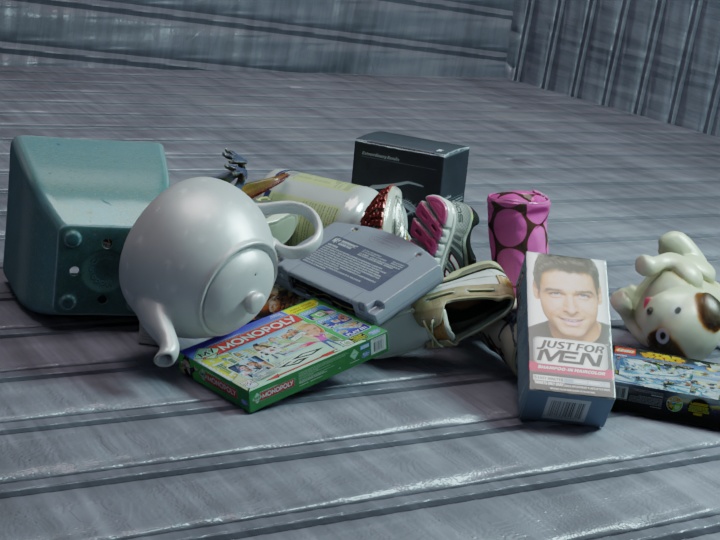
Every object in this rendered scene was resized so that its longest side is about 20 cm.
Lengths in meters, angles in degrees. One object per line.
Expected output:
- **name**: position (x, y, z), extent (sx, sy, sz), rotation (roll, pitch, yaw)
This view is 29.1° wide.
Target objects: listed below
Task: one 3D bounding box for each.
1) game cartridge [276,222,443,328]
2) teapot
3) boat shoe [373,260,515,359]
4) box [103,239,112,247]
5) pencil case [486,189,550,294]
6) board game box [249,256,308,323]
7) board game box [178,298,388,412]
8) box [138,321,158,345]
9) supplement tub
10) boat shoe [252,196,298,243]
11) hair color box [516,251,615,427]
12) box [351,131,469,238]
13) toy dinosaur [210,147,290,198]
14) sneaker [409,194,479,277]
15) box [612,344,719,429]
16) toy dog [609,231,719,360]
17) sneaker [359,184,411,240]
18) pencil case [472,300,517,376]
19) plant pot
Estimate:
- **game cartridge**: position (0.000, 0.000, 1.688), extent (0.133, 0.041, 0.200), rotation (-36, 38, -27)
- **teapot**: position (-0.160, 0.000, 1.559), extent (0.146, 0.201, 0.197), rotation (32, 12, 29)
- **boat shoe**: position (0.090, 0.055, 1.664), extent (0.199, 0.075, 0.068), rotation (-28, 34, 0)
- **box**: position (-0.282, -0.054, 2.036), extent (0.160, 0.049, 0.200), rotation (10, 17, 17)
- **pencil case**: position (0.217, -0.007, 1.810), extent (0.093, 0.201, 0.091), rotation (-10, 15, -15)
- **board game box**: position (-0.087, 0.036, 1.732), extent (0.199, 0.035, 0.136), rotation (11, 40, 16)
- **board game box**: position (-0.086, 0.092, 1.567), extent (0.199, 0.029, 0.134), rotation (-22, 31, -36)
- **box**: position (-0.230, 0.045, 1.725), extent (0.041, 0.039, 0.200), rotation (9, 16, 5)
- **supplement tub**: position (-0.048, -0.057, 1.969), extent (0.199, 0.146, 0.145), rotation (14, 17, 24)
- **boat shoe**: position (-0.165, -0.051, 1.838), extent (0.060, 0.072, 0.201), rotation (34, 32, 24)
- **hair color box**: position (0.233, 0.076, 1.593), extent (0.098, 0.061, 0.201), rotation (6, 50, -3)
- **box**: position (0.068, -0.093, 2.045), extent (0.147, 0.201, 0.104), rotation (14, 17, 23)
- **toy dinosaur**: position (-0.205, -0.066, 1.885), extent (0.199, 0.182, 0.105), rotation (17, 23, -32)
- **sneaker**: position (0.099, -0.002, 1.741), extent (0.087, 0.201, 0.074), rotation (-5, 30, -39)
- **box**: position (0.390, 0.142, 1.651), extent (0.199, 0.040, 0.137), rotation (10, 17, 11)
- **toy dog**: position (0.418, 0.063, 1.823), extent (0.194, 0.140, 0.200), rotation (46, 19, 1)
- **sneaker**: position (0.044, -0.016, 1.838), extent (0.082, 0.201, 0.078), rotation (8, -20, -25)
- **pencil case**: position (0.174, 0.069, 1.731), extent (0.078, 0.090, 0.200), rotation (-31, 32, -15)
- **plant pot**: position (-0.331, -0.037, 1.717), extent (0.195, 0.197, 0.200), rotation (1, 24, -19)
